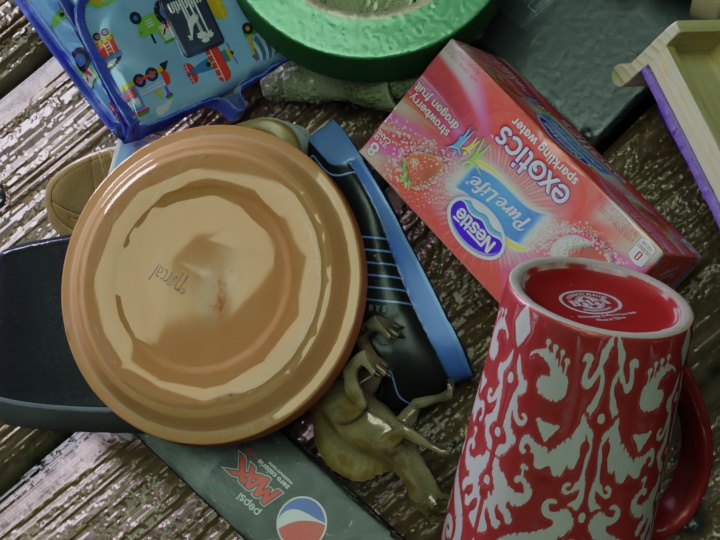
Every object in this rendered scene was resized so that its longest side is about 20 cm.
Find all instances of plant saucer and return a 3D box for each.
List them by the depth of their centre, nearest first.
[{"bbox_3d":[-0.095,0.007,0.992,0.198,0.032,0.203,-3,78,14],"label":"plant saucer"}]

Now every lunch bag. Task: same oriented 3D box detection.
[{"bbox_3d":[-0.140,-0.184,1.090,0.150,0.094,0.201,-30,82,-27],"label":"lunch bag"}]

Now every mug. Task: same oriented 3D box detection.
[{"bbox_3d":[0.128,0.098,0.946,0.132,0.177,0.202,20,115,25],"label":"mug"}]

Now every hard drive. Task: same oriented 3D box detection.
[{"bbox_3d":[-0.147,0.036,1.040,0.198,0.042,0.137,-2,80,15],"label":"hard drive"},{"bbox_3d":[0.140,-0.190,1.115,0.139,0.033,0.200,-43,69,-2],"label":"hard drive"}]

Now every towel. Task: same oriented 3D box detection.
[{"bbox_3d":[0.005,-0.209,1.123,0.147,0.036,0.202,8,77,41],"label":"towel"}]

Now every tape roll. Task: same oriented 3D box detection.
[{"bbox_3d":[0.006,-0.227,1.052,0.198,0.048,0.203,0,78,1],"label":"tape roll"}]

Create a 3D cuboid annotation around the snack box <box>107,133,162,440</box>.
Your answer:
[{"bbox_3d":[-0.155,0.009,1.089,0.071,0.024,0.202,21,102,16],"label":"snack box"}]

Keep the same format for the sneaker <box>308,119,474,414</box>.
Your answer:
[{"bbox_3d":[0.000,0.000,1.064,0.077,0.070,0.202,-27,78,3],"label":"sneaker"}]

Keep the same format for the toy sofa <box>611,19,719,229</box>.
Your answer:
[{"bbox_3d":[0.233,-0.051,1.002,0.098,0.082,0.202,-43,63,46],"label":"toy sofa"}]

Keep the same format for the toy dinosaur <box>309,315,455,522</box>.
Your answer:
[{"bbox_3d":[-0.005,0.084,1.013,0.199,0.058,0.102,39,123,14],"label":"toy dinosaur"}]

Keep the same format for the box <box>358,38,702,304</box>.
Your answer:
[{"bbox_3d":[0.108,-0.042,1.033,0.103,0.094,0.200,-48,69,18],"label":"box"}]

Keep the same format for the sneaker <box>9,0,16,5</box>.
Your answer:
[{"bbox_3d":[-0.197,-0.212,1.172,0.198,0.083,0.081,16,78,16],"label":"sneaker"}]

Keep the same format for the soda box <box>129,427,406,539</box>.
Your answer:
[{"bbox_3d":[-0.056,0.145,1.045,0.200,0.063,0.071,40,87,21],"label":"soda box"}]

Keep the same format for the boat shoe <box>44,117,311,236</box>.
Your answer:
[{"bbox_3d":[-0.124,-0.062,1.123,0.198,0.069,0.072,-10,98,18],"label":"boat shoe"}]

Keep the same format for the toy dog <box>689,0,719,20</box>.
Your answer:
[{"bbox_3d":[0.234,-0.263,1.059,0.130,0.097,0.202,9,64,5],"label":"toy dog"}]
